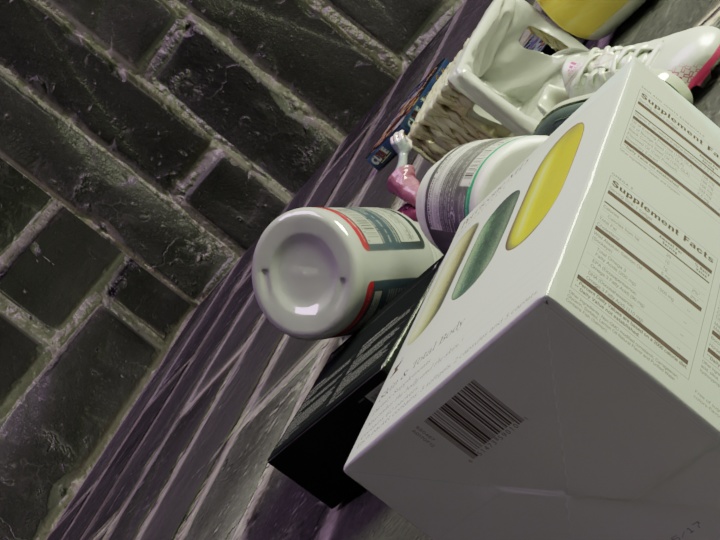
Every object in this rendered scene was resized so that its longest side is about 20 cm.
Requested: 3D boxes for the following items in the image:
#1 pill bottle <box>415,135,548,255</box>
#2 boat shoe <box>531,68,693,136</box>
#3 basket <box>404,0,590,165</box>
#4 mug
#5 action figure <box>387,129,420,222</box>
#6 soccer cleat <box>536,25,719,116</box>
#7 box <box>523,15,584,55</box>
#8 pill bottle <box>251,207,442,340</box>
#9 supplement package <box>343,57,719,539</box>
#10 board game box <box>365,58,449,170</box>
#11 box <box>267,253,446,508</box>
[{"bbox_3d":[0.116,-0.052,1.162,0.113,0.113,0.200,-52,12,-5],"label":"pill bottle"},{"bbox_3d":[0.189,-0.103,1.171,0.062,0.073,0.200,-52,12,-31],"label":"boat shoe"},{"bbox_3d":[0.150,-0.184,1.523,0.123,0.136,0.200,-49,7,41],"label":"basket"},{"bbox_3d":[0.272,-0.338,1.527,0.153,0.149,0.187,-29,23,47],"label":"mug"},{"bbox_3d":[0.049,-0.043,1.459,0.200,0.134,0.149,-47,11,43],"label":"action figure"},{"bbox_3d":[0.219,-0.159,1.191,0.070,0.086,0.200,-56,10,-31],"label":"soccer cleat"},{"bbox_3d":[0.235,-0.277,1.769,0.200,0.040,0.137,-53,8,-12],"label":"box"},{"bbox_3d":[0.000,0.000,1.335,0.120,0.120,0.200,-48,-21,23],"label":"pill bottle"},{"bbox_3d":[0.119,0.037,0.671,0.152,0.151,0.200,-45,10,40],"label":"supplement package"},{"bbox_3d":[0.093,-0.285,2.591,0.135,0.035,0.200,-41,13,51],"label":"board game box"},{"bbox_3d":[0.023,0.096,1.193,0.200,0.079,0.141,-43,14,48],"label":"box"}]
